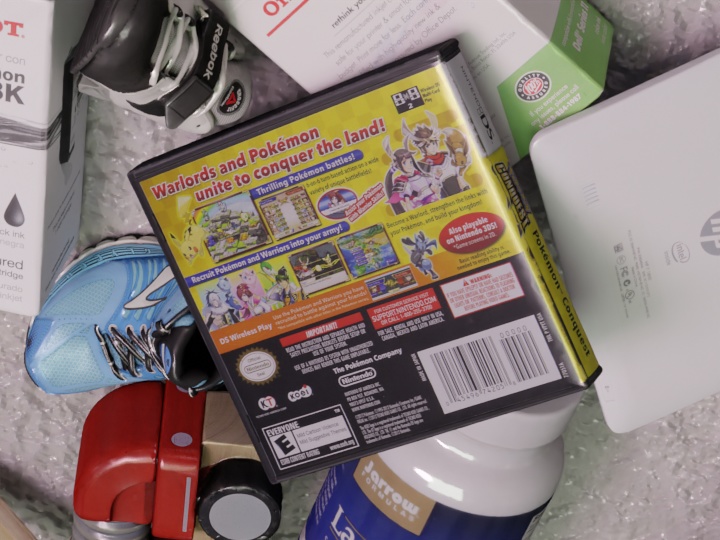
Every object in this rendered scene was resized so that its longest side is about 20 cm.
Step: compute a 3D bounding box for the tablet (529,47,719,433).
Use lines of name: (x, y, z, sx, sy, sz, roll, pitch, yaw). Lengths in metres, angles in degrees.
tablet: (0.165, -0.014, 1.370, 0.129, 0.014, 0.201, -25, 128, -7)

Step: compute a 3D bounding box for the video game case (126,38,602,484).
video game case: (0.000, 0.000, 1.345, 0.199, 0.025, 0.182, -19, 101, 32)

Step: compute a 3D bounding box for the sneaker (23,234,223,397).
sneaker: (-0.106, 0.027, 1.457, 0.199, 0.090, 0.079, -20, 118, 27)

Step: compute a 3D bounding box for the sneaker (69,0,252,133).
sneaker: (-0.091, -0.109, 1.314, 0.088, 0.200, 0.075, 25, 88, -1)

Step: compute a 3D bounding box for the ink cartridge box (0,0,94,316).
ink cartridge box: (-0.221, -0.091, 1.405, 0.143, 0.084, 0.201, 12, 125, 5)

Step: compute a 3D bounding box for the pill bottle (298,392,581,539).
pill bottle: (0.042, 0.117, 1.462, 0.115, 0.116, 0.201, 21, 125, -3)

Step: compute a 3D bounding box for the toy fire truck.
toy fire truck: (-0.147, 0.136, 1.538, 0.198, 0.129, 0.177, 5, 126, -3)

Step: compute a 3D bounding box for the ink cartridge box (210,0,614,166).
ink cartridge box: (0.016, -0.137, 1.331, 0.200, 0.068, 0.117, 41, 124, -17)
